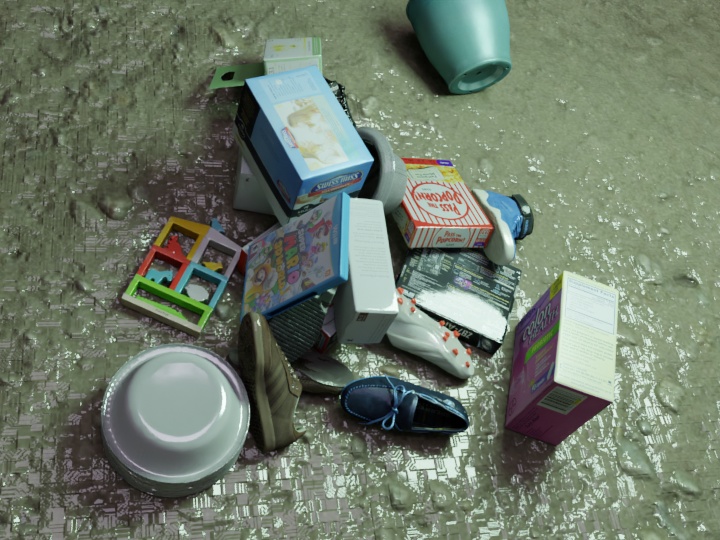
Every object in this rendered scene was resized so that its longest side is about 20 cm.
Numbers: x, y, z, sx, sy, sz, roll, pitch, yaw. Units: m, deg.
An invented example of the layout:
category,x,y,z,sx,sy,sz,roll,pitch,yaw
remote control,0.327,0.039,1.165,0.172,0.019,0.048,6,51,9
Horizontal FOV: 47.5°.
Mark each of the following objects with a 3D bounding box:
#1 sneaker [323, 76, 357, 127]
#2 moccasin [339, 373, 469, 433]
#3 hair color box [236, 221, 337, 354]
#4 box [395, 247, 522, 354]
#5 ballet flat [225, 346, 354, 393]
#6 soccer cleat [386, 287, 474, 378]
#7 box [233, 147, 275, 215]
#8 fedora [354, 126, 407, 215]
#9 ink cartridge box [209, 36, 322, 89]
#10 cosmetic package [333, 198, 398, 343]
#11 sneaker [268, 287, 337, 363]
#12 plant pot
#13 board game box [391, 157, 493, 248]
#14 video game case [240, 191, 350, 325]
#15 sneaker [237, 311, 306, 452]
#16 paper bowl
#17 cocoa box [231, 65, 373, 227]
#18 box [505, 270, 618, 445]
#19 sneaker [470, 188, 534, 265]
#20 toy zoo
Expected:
category,x,y,z,sx,sy,sz,roll,pitch,yaw
sneaker,-0.051,-0.283,1.478,0.070,0.098,0.201,-27,71,-31
moccasin,0.070,0.199,1.212,0.198,0.068,0.081,6,98,-13
hair color box,-0.087,0.020,1.295,0.200,0.064,0.111,44,56,13
box,0.161,0.029,1.380,0.198,0.044,0.161,24,55,-2
ballet flat,-0.106,0.155,1.220,0.198,0.047,0.068,10,34,-19
soccer cleat,0.097,0.109,1.302,0.200,0.078,0.069,41,27,-13
box,-0.143,-0.203,1.397,0.123,0.098,0.202,9,56,-13
fedora,0.005,-0.144,1.378,0.090,0.199,0.179,12,61,-42
ink cartridge box,-0.167,-0.372,1.458,0.197,0.048,0.146,-4,29,-2
cosmetic package,0.000,0.000,1.236,0.073,0.102,0.202,2,59,-18
sneaker,-0.084,0.049,1.207,0.074,0.088,0.201,33,88,-14
plant pot,0.212,-0.465,1.631,0.198,0.200,0.190,-12,78,-24
board game box,0.122,-0.119,1.421,0.150,0.047,0.201,-1,42,-24
video game case,-0.094,-0.013,1.168,0.018,0.199,0.144,33,44,-38
sneaker,-0.123,0.152,1.157,0.075,0.070,0.202,-11,103,-30
paper bowl,-0.249,0.193,1.109,0.198,0.105,0.203,8,56,-11
cocoa box,-0.093,-0.192,1.265,0.132,0.132,0.201,-19,67,-28
box,0.313,0.138,1.278,0.096,0.176,0.201,20,55,-5
sneaker,0.264,-0.076,1.436,0.110,0.077,0.201,5,30,-15
toy zoo,-0.268,-0.004,1.278,0.130,0.021,0.201,23,54,-2
